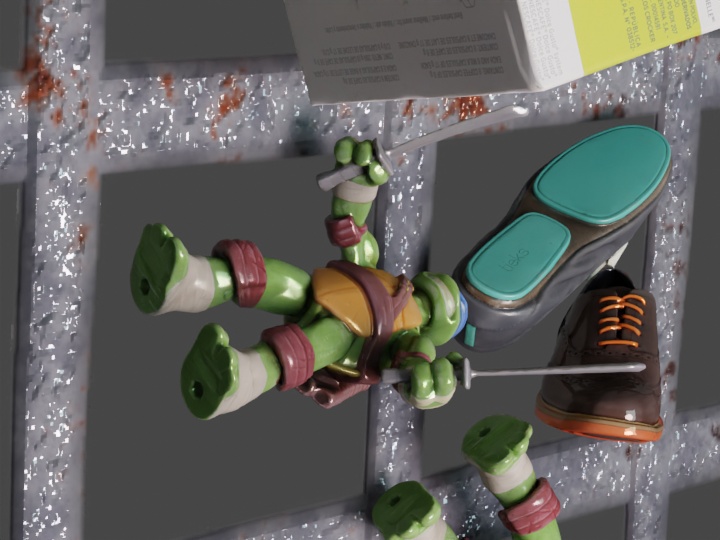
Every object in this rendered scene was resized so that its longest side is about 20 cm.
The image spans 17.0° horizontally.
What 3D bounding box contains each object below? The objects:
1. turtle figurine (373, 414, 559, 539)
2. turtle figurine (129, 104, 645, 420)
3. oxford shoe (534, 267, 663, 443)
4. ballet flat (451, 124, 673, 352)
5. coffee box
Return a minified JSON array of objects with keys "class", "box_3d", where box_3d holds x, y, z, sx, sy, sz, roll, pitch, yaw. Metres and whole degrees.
[{"class":"turtle figurine","box_3d":[0.105,0.193,1.345,0.194,0.144,0.200,54,30,-24]},{"class":"turtle figurine","box_3d":[0.000,0.000,1.202,0.194,0.200,0.144,-8,90,-37]},{"class":"oxford shoe","box_3d":[0.138,0.047,1.369,0.200,0.071,0.073,-88,-173,-77]},{"class":"ballet flat","box_3d":[0.112,-0.015,1.396,0.200,0.073,0.073,-41,127,-41]},{"class":"coffee box","box_3d":[0.080,-0.201,1.122,0.198,0.200,0.200,-21,103,-30]}]
